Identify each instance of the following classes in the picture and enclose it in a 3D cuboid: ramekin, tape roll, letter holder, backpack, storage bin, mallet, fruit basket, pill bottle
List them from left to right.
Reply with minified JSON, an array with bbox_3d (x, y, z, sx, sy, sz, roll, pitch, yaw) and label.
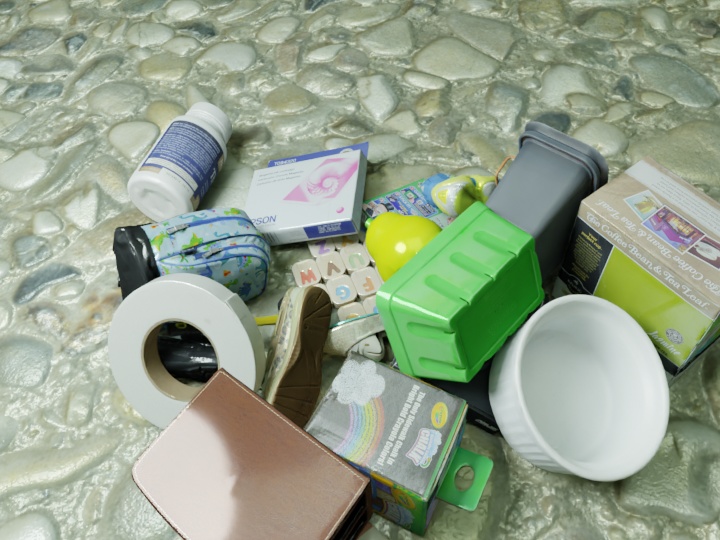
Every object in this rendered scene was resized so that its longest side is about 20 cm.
[{"bbox_3d":[-0.289,-0.182,1.037,0.109,0.112,0.203,12,55,13],"label":"pill bottle"},{"bbox_3d":[-0.214,0.104,0.772,0.198,0.208,0.037,8,16,10],"label":"tape roll"},{"bbox_3d":[-0.225,-0.008,0.884,0.153,0.165,0.199,36,45,24],"label":"backpack"},{"bbox_3d":[-0.154,0.078,0.839,0.197,0.042,0.066,-10,48,-34],"label":"mallet"},{"bbox_3d":[-0.106,0.223,0.618,0.198,0.102,0.142,30,59,22],"label":"letter holder"},{"bbox_3d":[0.090,0.011,0.757,0.211,0.158,0.217,-16,32,10],"label":"fruit basket"},{"bbox_3d":[0.229,-0.076,0.843,0.145,0.201,0.135,35,76,28],"label":"storage bin"},{"bbox_3d":[0.247,0.140,0.733,0.196,0.098,0.205,5,71,-14],"label":"ramekin"}]

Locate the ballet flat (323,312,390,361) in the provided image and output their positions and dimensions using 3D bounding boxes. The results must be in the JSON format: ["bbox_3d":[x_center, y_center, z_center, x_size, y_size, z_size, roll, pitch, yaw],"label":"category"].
[{"bbox_3d":[0.037,0.087,0.846,0.196,0.068,0.063,-17,61,-9],"label":"ballet flat"}]

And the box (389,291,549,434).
[{"bbox_3d":[0.145,0.082,0.817,0.158,0.044,0.202,29,62,1],"label":"box"}]

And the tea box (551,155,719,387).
[{"bbox_3d":[0.376,0.005,0.802,0.132,0.199,0.200,-31,58,-19],"label":"tea box"}]

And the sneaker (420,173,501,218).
[{"bbox_3d":[0.172,-0.116,0.955,0.197,0.077,0.104,7,15,-41],"label":"sneaker"}]

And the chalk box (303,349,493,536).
[{"bbox_3d":[0.049,0.207,0.719,0.197,0.125,0.125,22,56,18],"label":"chalk box"}]

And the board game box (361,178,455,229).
[{"bbox_3d":[0.101,-0.053,0.955,0.133,0.029,0.201,-21,54,-25],"label":"board game box"}]

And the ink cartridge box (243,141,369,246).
[{"bbox_3d":[-0.088,-0.134,1.004,0.192,0.044,0.203,-8,53,18],"label":"ink cartridge box"}]

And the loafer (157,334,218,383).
[{"bbox_3d":[-0.228,0.110,0.842,0.196,0.068,0.072,0,61,8],"label":"loafer"}]

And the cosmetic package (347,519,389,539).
[{"bbox_3d":[-0.047,0.297,0.678,0.198,0.088,0.103,32,61,24],"label":"cosmetic package"}]

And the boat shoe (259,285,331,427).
[{"bbox_3d":[-0.090,0.120,0.811,0.062,0.073,0.204,1,70,45],"label":"boat shoe"}]

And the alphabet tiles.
[{"bbox_3d":[0.000,0.000,0.944,0.196,0.015,0.198,-18,54,-10],"label":"alphabet tiles"}]
